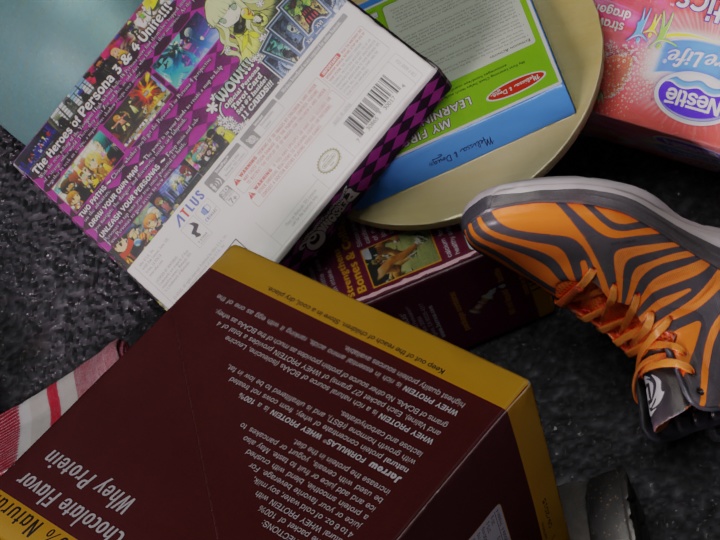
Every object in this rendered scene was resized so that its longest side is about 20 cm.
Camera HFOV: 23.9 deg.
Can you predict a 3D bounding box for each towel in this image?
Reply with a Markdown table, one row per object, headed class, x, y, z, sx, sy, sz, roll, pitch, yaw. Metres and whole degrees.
| class | x | y | z | sx | sy | sz | roll | pitch | yaw |
| --- | --- | --- | --- | --- | --- | --- | --- | --- | --- |
| towel | -0.222 | 0.112 | 1.011 | 0.199 | 0.023 | 0.144 | -30 | 16 | -1 |

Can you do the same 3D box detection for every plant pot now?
| class | x | y | z | sx | sy | sz | roll | pitch | yaw |
| --- | --- | --- | --- | --- | --- | --- | --- | --- | --- |
| plant pot | -0.159 | -0.147 | 1.112 | 0.200 | 0.200 | 0.188 | -39 | 67 | -8 |

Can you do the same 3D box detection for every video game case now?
| class | x | y | z | sx | sy | sz | roll | pitch | yaw |
| --- | --- | --- | --- | --- | --- | --- | --- | --- | --- |
| video game case | -0.076 | -0.082 | 0.969 | 0.181 | 0.036 | 0.200 | 40 | 92 | 25 |

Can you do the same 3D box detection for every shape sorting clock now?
| class | x | y | z | sx | sy | sz | roll | pitch | yaw |
| --- | --- | --- | --- | --- | --- | --- | --- | --- | --- |
| shape sorting clock | 0.045 | -0.112 | 0.991 | 0.199 | 0.039 | 0.201 | -12 | 55 | 18 |

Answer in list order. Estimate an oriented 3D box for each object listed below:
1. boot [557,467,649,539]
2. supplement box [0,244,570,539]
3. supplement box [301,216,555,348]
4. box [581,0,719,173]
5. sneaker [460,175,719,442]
| class | x | y | z | sx | sy | sz | roll | pitch | yaw |
| --- | --- | --- | --- | --- | --- | --- | --- | --- | --- |
| boot | 0.088 | 0.199 | 0.866 | 0.131 | 0.070 | 0.201 | -14 | 43 | 14 |
| supplement box | -0.041 | 0.127 | 0.830 | 0.197 | 0.133 | 0.200 | 24 | 58 | 35 |
| supplement box | 0.000 | 0.000 | 1.010 | 0.199 | 0.086 | 0.111 | -23 | 52 | 4 |
| box | 0.215 | -0.110 | 0.983 | 0.199 | 0.095 | 0.103 | 21 | 91 | 30 |
| sneaker | 0.145 | 0.024 | 0.901 | 0.199 | 0.078 | 0.113 | 15 | 63 | -15 |
